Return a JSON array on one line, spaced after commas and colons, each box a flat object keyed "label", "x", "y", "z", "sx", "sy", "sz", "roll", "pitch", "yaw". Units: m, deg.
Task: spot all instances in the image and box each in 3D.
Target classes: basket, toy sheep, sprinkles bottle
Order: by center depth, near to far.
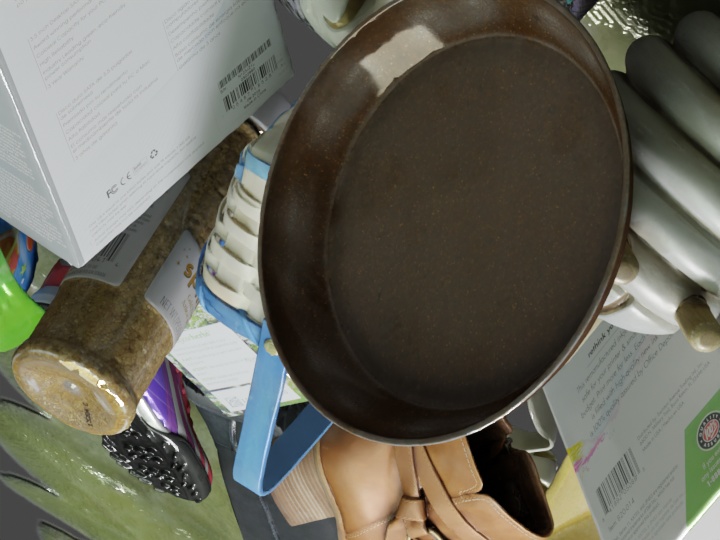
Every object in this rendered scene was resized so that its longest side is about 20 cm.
[{"label": "toy sheep", "x": 0.143, "y": -0.036, "z": 1.052, "sx": 0.138, "sy": 0.200, "sz": 0.138, "roll": 43, "pitch": -169, "yaw": -10}, {"label": "basket", "x": 0.000, "y": 0.000, "z": 1.200, "sx": 0.139, "sy": 0.176, "sz": 0.200, "roll": 31, "pitch": 141, "yaw": 14}, {"label": "sprinkles bottle", "x": -0.101, "y": -0.013, "z": 1.235, "sx": 0.068, "sy": 0.200, "sz": 0.068, "roll": 21, "pitch": 148, "yaw": 14}]

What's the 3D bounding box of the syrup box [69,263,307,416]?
[{"label": "syrup box", "x": -0.096, "y": -0.014, "z": 1.344, "sx": 0.079, "sy": 0.082, "sz": 0.200, "roll": -14, "pitch": 128, "yaw": 46}]

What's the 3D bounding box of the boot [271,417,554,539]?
[{"label": "boot", "x": 0.053, "y": 0.151, "z": 1.358, "sx": 0.155, "sy": 0.077, "sz": 0.200, "roll": -17, "pitch": 110, "yaw": 41}]

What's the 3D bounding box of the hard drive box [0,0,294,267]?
[{"label": "hard drive box", "x": -0.125, "y": -0.127, "z": 1.126, "sx": 0.077, "sy": 0.156, "sz": 0.200, "roll": 31, "pitch": 152, "yaw": 31}]

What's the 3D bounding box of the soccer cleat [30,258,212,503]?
[{"label": "soccer cleat", "x": -0.133, "y": 0.064, "z": 1.489, "sx": 0.068, "sy": 0.073, "sz": 0.200, "roll": 6, "pitch": 141, "yaw": 36}]

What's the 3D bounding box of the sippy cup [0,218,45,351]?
[{"label": "sippy cup", "x": -0.247, "y": -0.031, "z": 1.398, "sx": 0.139, "sy": 0.178, "sz": 0.130, "roll": -6, "pitch": 148, "yaw": 7}]

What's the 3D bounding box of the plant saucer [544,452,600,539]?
[{"label": "plant saucer", "x": 0.207, "y": 0.128, "z": 1.282, "sx": 0.200, "sy": 0.048, "sz": 0.200, "roll": 35, "pitch": 133, "yaw": 12}]

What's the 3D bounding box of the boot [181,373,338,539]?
[{"label": "boot", "x": -0.019, "y": 0.142, "z": 1.509, "sx": 0.165, "sy": 0.066, "sz": 0.200, "roll": 23, "pitch": 144, "yaw": 33}]

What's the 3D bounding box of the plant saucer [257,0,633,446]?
[{"label": "plant saucer", "x": 0.039, "y": -0.023, "z": 1.030, "sx": 0.200, "sy": 0.201, "sz": 0.034, "roll": -3, "pitch": 167, "yaw": 41}]

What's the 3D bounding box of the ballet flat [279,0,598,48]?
[{"label": "ballet flat", "x": 0.022, "y": -0.126, "z": 1.105, "sx": 0.200, "sy": 0.072, "sz": 0.072, "roll": -2, "pitch": 137, "yaw": 40}]

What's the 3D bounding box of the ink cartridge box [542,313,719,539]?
[{"label": "ink cartridge box", "x": 0.148, "y": 0.047, "z": 1.153, "sx": 0.067, "sy": 0.200, "sz": 0.117, "roll": 12, "pitch": 130, "yaw": -30}]

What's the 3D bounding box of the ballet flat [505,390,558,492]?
[{"label": "ballet flat", "x": 0.077, "y": 0.105, "z": 1.394, "sx": 0.068, "sy": 0.068, "sz": 0.200, "roll": 9, "pitch": 145, "yaw": 11}]
